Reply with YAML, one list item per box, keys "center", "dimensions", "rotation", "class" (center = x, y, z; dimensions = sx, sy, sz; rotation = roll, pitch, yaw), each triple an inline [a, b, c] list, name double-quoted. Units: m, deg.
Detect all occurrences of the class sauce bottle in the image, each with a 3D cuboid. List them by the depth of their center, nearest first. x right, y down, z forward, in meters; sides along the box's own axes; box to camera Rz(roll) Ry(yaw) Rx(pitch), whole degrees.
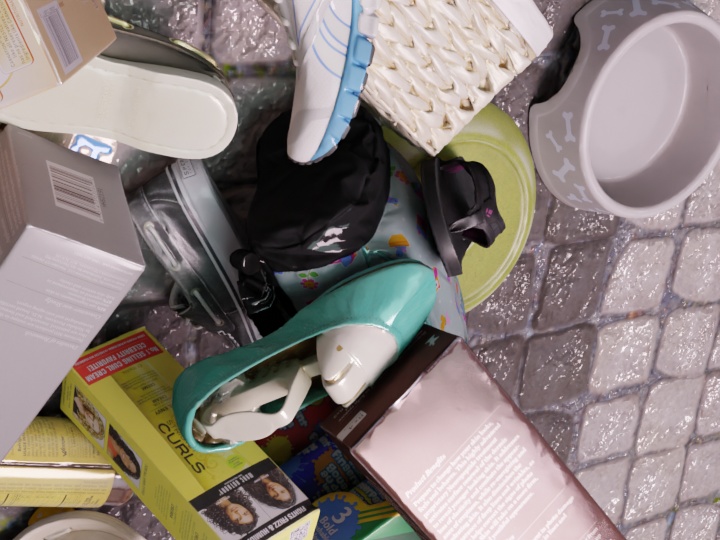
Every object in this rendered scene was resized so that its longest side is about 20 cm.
- center: [-0.253, 0.129, 0.824]
  dimensions: [0.198, 0.065, 0.065]
  rotation: [11, 107, -34]
  class: "sauce bottle"

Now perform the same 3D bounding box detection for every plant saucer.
- center: [0.069, -0.039, 0.965]
  dimensions: [0.198, 0.031, 0.203]
  rotation: [-14, 120, -26]
  class: "plant saucer"

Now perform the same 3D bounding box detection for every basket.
- center: [0.009, -0.190, 0.791]
  dimensions: [0.124, 0.136, 0.200]
  rotation: [-47, 128, 2]
  class: "basket"

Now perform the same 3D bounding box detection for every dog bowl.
- center: [0.238, -0.136, 1.007]
  dimensions: [0.198, 0.059, 0.203]
  rotation: [-15, 120, -27]
  class: "dog bowl"

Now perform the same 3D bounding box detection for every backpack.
- center: [0.000, 0.000, 0.842]
  dimensions: [0.125, 0.168, 0.201]
  rotation: [-8, 133, 20]
  class: "backpack"

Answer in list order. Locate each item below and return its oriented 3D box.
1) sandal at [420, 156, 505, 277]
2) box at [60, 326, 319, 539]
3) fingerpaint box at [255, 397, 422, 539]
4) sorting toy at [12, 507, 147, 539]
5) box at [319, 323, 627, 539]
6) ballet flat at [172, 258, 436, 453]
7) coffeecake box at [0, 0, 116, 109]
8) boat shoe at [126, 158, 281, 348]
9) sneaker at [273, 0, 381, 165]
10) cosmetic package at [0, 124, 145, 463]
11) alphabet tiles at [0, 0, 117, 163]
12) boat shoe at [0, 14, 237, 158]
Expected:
- center: [0.075, -0.050, 0.833]
  dimensions: [0.047, 0.201, 0.076]
  rotation: [-16, 100, 13]
  class: "sandal"
- center: [-0.119, 0.126, 0.810]
  dimensions: [0.075, 0.200, 0.051]
  rotation: [-22, 141, -38]
  class: "box"
- center: [-0.009, 0.148, 0.899]
  dimensions: [0.166, 0.200, 0.074]
  rotation: [-32, 125, -14]
  class: "fingerpaint box"
- center: [-0.213, 0.284, 0.909]
  dimensions: [0.200, 0.107, 0.181]
  rotation: [-42, 135, -8]
  class: "sorting toy"
- center: [0.077, 0.142, 0.783]
  dimensions: [0.100, 0.075, 0.201]
  rotation: [-43, 109, -11]
  class: "box"
- center: [-0.033, 0.065, 0.758]
  dimensions: [0.198, 0.071, 0.067]
  rotation: [-27, 131, 16]
  class: "ballet flat"
- center: [-0.240, -0.103, 0.610]
  dimensions: [0.198, 0.154, 0.074]
  rotation: [-21, 109, 5]
  class: "coffeecake box"
- center: [-0.107, 0.008, 0.863]
  dimensions: [0.070, 0.072, 0.202]
  rotation: [-23, 123, 2]
  class: "boat shoe"
- center: [-0.029, -0.161, 0.674]
  dimensions: [0.085, 0.075, 0.203]
  rotation: [9, 110, -13]
  class: "sneaker"
- center: [-0.225, 0.026, 0.734]
  dimensions: [0.089, 0.107, 0.201]
  rotation: [20, 120, -37]
  class: "cosmetic package"
- center: [-0.242, -0.105, 0.748]
  dimensions: [0.194, 0.015, 0.202]
  rotation: [21, 100, -37]
  class: "alphabet tiles"
- center: [-0.173, -0.124, 0.730]
  dimensions: [0.199, 0.061, 0.073]
  rotation: [15, 120, -17]
  class: "boat shoe"
